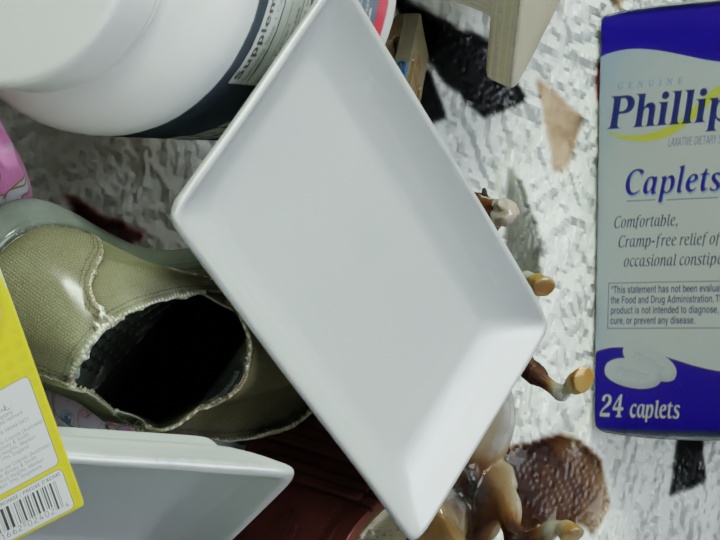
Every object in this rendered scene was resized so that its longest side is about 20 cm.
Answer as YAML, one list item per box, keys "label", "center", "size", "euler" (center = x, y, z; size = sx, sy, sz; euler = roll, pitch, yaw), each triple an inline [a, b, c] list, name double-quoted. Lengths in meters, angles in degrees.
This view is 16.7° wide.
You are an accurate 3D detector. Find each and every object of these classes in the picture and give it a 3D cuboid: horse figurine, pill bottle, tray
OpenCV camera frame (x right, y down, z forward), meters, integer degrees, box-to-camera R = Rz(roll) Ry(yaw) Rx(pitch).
- label: "horse figurine"
  center: [0.054, 0.068, 1.030]
  size: [0.050, 0.132, 0.202]
  euler: [-1, 98, -22]
- label: "pill bottle"
  center: [-0.075, -0.105, 0.851]
  size: [0.200, 0.119, 0.121]
  euler: [-5, 93, -68]
- label: "tray"
  center: [0.000, 0.000, 0.874]
  size: [0.108, 0.022, 0.200]
  euler: [-57, 138, -23]
- label: "tray"
  center: [-0.132, 0.075, 0.813]
  size: [0.199, 0.107, 0.022]
  euler: [6, 60, -28]

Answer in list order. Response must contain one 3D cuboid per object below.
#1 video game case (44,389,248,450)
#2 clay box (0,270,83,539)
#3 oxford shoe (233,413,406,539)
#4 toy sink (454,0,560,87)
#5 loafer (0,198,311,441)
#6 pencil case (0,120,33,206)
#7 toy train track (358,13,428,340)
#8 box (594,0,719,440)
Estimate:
- label: "video game case"
  center: [-0.104, 0.119, 0.927]
  size: [0.181, 0.025, 0.201]
  euler: [38, 64, -37]
- label: "clay box"
  center: [-0.162, 0.004, 0.685]
  size: [0.114, 0.048, 0.201]
  euler: [-26, 121, -19]
- label: "oxford shoe"
  center: [-0.016, 0.102, 0.964]
  size: [0.200, 0.070, 0.075]
  euler: [-53, 151, -33]
- label: "toy sink"
  center: [0.042, -0.192, 0.995]
  size: [0.200, 0.111, 0.131]
  euler: [89, 27, -63]
- label: "loafer"
  center: [-0.067, 0.033, 0.868]
  size: [0.200, 0.070, 0.075]
  euler: [16, 110, -56]
- label: "pencil case"
  center: [-0.200, 0.000, 0.797]
  size: [0.200, 0.082, 0.087]
  euler: [-28, 115, -41]
- label: "toy train track"
  center: [0.001, -0.039, 0.985]
  size: [0.201, 0.032, 0.115]
  euler: [-78, 160, -51]
- label: "box"
  center: [0.210, -0.020, 1.179]
  size: [0.183, 0.105, 0.202]
  euler: [4, 86, -44]
